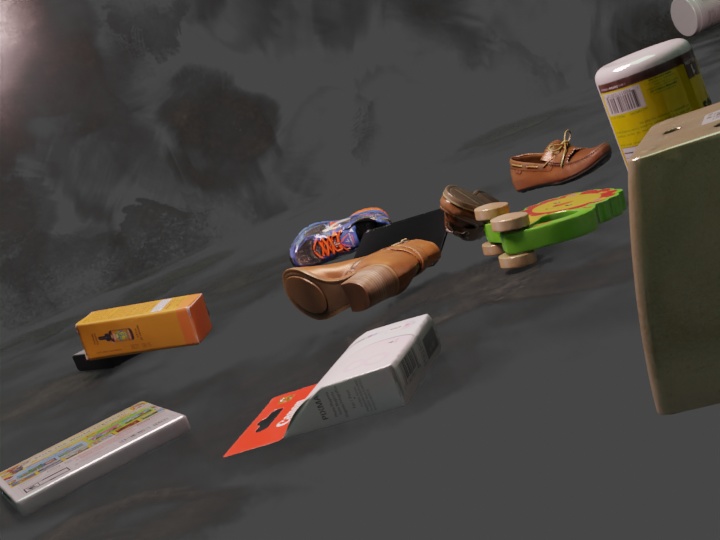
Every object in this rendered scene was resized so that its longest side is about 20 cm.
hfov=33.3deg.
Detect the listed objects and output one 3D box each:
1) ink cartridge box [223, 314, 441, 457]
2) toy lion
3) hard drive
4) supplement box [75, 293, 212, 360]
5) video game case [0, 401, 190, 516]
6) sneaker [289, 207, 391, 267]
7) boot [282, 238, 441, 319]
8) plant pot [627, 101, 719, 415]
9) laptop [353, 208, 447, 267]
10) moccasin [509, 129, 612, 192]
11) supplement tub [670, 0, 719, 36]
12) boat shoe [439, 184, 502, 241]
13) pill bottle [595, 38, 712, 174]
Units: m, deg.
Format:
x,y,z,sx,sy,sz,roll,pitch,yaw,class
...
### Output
x,y,z,sx,sy,sz,roll,pitch,yaw,class
-0.031,0.111,1.199,0.200,0.057,0.163,-14,12,19,ink cartridge box
0.253,-0.066,1.551,0.191,0.069,0.200,-14,9,-1,toy lion
-0.369,0.111,2.035,0.200,0.033,0.139,-29,11,-37,hard drive
-0.338,0.088,1.881,0.200,0.067,0.069,-9,19,15,supplement box
-0.307,0.208,1.362,0.200,0.023,0.182,-27,10,-23,video game case
-0.033,-0.059,2.115,0.200,0.075,0.078,-26,13,-13,sneaker
0.000,0.000,1.665,0.155,0.077,0.200,-31,16,-38,boot
0.293,-0.033,0.870,0.200,0.177,0.200,-18,10,26,plant pot
0.096,-0.031,1.843,0.177,0.103,0.200,-14,-14,36,laptop
0.324,-0.182,1.969,0.074,0.078,0.201,-28,11,-31,moccasin
1.075,-0.816,3.719,0.200,0.132,0.132,-24,9,-16,supplement tub
0.154,-0.072,1.694,0.068,0.072,0.200,-57,-21,13,boat shoe
0.340,-0.144,1.324,0.109,0.200,0.109,-21,9,4,pill bottle
